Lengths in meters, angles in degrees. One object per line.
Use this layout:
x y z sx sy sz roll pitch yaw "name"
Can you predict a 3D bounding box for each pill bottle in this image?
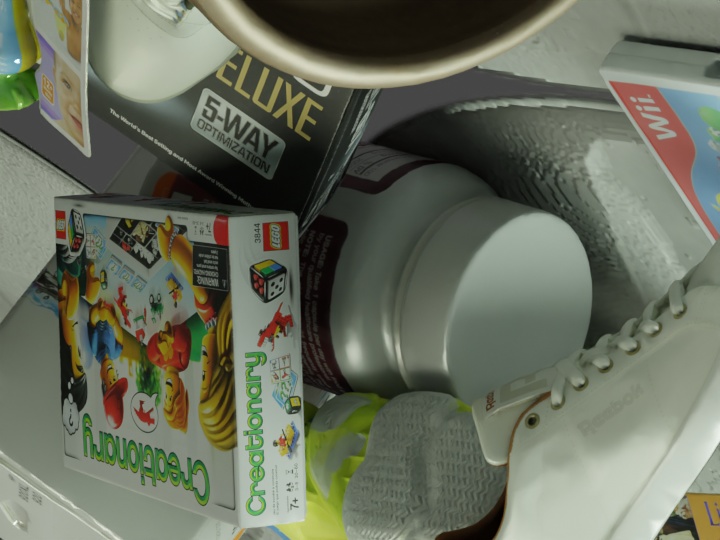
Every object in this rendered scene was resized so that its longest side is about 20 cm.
0.000 0.000 1.302 0.199 0.114 0.114 17 152 43 "pill bottle"

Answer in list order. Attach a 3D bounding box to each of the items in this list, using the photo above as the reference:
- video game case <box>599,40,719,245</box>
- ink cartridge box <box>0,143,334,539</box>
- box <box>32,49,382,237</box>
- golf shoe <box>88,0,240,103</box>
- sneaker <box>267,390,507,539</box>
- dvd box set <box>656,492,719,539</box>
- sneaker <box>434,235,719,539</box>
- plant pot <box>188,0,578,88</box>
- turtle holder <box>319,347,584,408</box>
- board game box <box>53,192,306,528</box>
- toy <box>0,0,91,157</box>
0.195 -0.023 1.076 0.199 0.017 0.143 14 150 47 "video game case"
-0.099 0.057 1.459 0.144 0.200 0.147 34 160 7 "ink cartridge box"
-0.078 -0.123 1.193 0.199 0.050 0.158 35 141 7 "box"
-0.069 -0.123 1.075 0.078 0.097 0.200 36 134 2 "golf shoe"
0.022 0.103 1.248 0.199 0.076 0.105 13 155 49 "sneaker"
0.138 0.139 1.258 0.199 0.030 0.146 6 148 -41 "dvd box set"
0.094 0.049 1.102 0.084 0.201 0.073 31 -168 -1 "sneaker"
-0.019 -0.180 0.876 0.175 0.200 0.201 41 168 44 "plant pot"
0.045 0.121 1.373 0.131 0.187 0.141 -2 172 4 "turtle holder"
-0.081 0.034 1.246 0.034 0.127 0.200 -4 -175 -26 "board game box"
-0.147 -0.148 1.116 0.115 0.047 0.201 44 145 39 "toy"
